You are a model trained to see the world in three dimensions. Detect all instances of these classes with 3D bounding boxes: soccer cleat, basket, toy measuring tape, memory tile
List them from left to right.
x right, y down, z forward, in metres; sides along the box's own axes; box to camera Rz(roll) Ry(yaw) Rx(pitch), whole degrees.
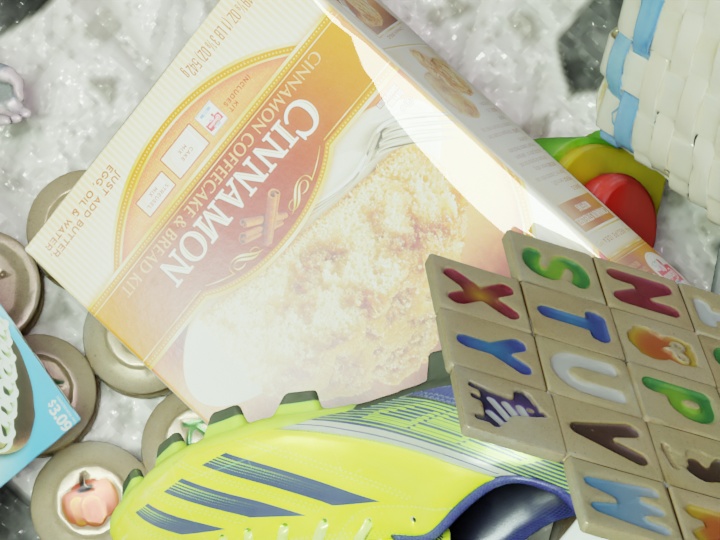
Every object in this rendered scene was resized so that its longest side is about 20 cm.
[{"bbox_3d":[-0.066,0.016,0.965,0.200,0.017,0.153,-27,78,-5],"label":"memory tile"},{"bbox_3d":[-0.002,0.084,0.823,0.200,0.065,0.084,-18,71,23],"label":"soccer cleat"},{"bbox_3d":[0.091,-0.055,0.948,0.073,0.074,0.200,14,79,4],"label":"toy measuring tape"},{"bbox_3d":[0.206,-0.072,0.884,0.200,0.139,0.176,23,34,31],"label":"basket"}]

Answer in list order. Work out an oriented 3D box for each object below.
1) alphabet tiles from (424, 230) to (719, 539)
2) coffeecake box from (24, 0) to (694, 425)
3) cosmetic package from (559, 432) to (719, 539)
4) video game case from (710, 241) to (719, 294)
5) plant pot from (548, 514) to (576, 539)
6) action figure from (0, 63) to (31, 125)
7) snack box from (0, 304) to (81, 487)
[{"bbox_3d":[0.118,0.048,0.760,0.200,0.167,0.006,17,118,-15],"label":"alphabet tiles"},{"bbox_3d":[0.000,0.000,0.894,0.200,0.073,0.154,43,107,8],"label":"coffeecake box"},{"bbox_3d":[0.087,0.173,0.718,0.151,0.052,0.200,37,79,26],"label":"cosmetic package"},{"bbox_3d":[0.234,0.056,0.949,0.200,0.023,0.182,12,77,3],"label":"video game case"},{"bbox_3d":[0.131,0.175,0.833,0.200,0.200,0.199,12,77,3],"label":"plant pot"},{"bbox_3d":[-0.207,-0.134,0.944,0.149,0.200,0.134,25,118,35],"label":"action figure"},{"bbox_3d":[-0.205,0.015,0.875,0.116,0.037,0.200,-40,117,-17],"label":"snack box"}]
